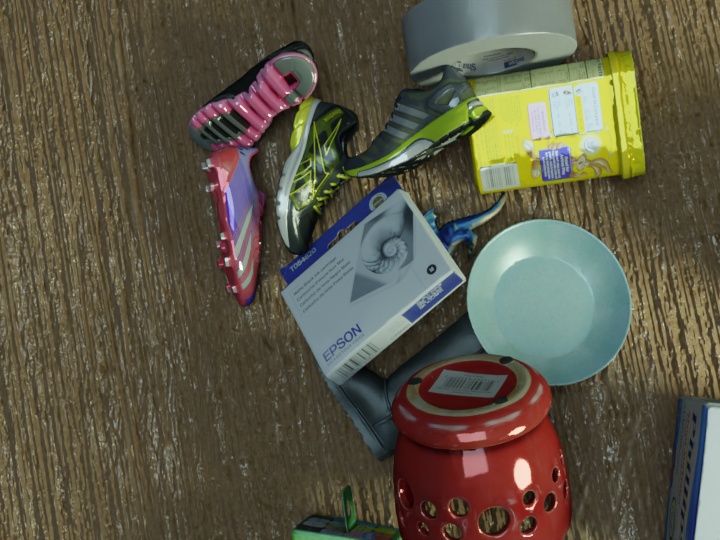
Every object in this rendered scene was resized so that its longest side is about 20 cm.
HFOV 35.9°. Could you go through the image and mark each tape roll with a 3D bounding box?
[{"bbox_3d":[0.150,-0.274,1.297,0.198,0.200,0.067,-10,84,8],"label":"tape roll"}]

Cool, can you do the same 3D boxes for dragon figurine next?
[{"bbox_3d":[0.090,-0.039,1.359,0.099,0.059,0.201,37,93,10],"label":"dragon figurine"}]

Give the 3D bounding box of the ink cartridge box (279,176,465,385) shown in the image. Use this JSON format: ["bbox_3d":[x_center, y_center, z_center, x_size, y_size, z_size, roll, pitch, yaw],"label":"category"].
[{"bbox_3d":[0.000,0.000,1.325,0.199,0.041,0.201,-41,51,11],"label":"ink cartridge box"}]

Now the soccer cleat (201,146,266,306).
[{"bbox_3d":[-0.147,-0.057,1.398,0.076,0.067,0.202,-12,92,-18],"label":"soccer cleat"}]

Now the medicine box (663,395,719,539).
[{"bbox_3d":[0.403,0.236,1.214,0.102,0.200,0.184,7,86,9],"label":"medicine box"}]

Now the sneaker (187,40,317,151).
[{"bbox_3d":[-0.133,-0.224,1.411,0.199,0.096,0.079,-29,122,23],"label":"sneaker"}]

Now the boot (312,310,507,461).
[{"bbox_3d":[0.064,0.110,1.348,0.199,0.066,0.165,-35,89,8],"label":"boot"}]

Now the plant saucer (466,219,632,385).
[{"bbox_3d":[0.222,0.040,1.326,0.199,0.039,0.203,1,74,-5],"label":"plant saucer"}]

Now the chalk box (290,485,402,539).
[{"bbox_3d":[-0.017,0.360,1.312,0.123,0.125,0.202,7,88,10],"label":"chalk box"}]

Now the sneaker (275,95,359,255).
[{"bbox_3d":[-0.052,-0.117,1.380,0.084,0.074,0.202,8,87,11],"label":"sneaker"}]

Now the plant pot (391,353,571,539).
[{"bbox_3d":[0.128,0.207,1.233,0.199,0.201,0.184,-7,113,9],"label":"plant pot"}]

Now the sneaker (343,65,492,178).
[{"bbox_3d":[0.059,-0.170,1.317,0.199,0.074,0.081,-27,80,27],"label":"sneaker"}]

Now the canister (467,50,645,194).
[{"bbox_3d":[0.230,-0.174,1.329,0.198,0.087,0.150,-7,95,10],"label":"canister"}]
